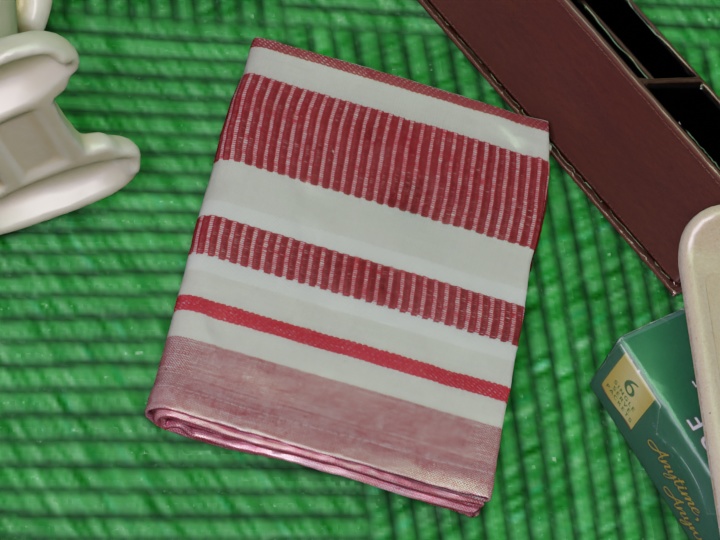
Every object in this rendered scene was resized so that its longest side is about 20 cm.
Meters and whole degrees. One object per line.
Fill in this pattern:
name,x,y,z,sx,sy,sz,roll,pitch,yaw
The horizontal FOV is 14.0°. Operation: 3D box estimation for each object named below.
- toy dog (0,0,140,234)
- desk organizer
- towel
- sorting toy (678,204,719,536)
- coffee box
toy dog,-0.196,-0.115,1.185,0.193,0.140,0.201,-25,66,11
desk organizer,0.110,-0.097,1.289,0.072,0.077,0.200,-31,72,-31
towel,0.000,0.000,1.229,0.143,0.023,0.201,17,54,-5
sorting toy,0.222,0.076,1.196,0.184,0.036,0.201,4,66,-18
coffee box,0.208,0.052,1.249,0.199,0.044,0.123,-24,71,-29
